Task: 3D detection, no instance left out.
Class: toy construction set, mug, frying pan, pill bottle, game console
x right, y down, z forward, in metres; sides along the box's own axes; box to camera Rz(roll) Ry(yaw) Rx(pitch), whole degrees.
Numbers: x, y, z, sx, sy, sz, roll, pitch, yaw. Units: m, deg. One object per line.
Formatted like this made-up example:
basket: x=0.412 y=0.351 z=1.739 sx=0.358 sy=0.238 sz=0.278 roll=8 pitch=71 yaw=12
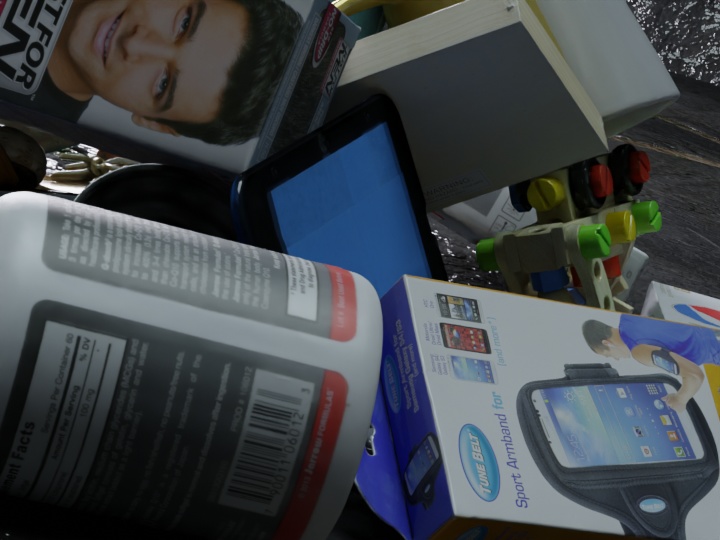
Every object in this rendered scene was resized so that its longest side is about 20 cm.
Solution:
toy construction set: x=0.122 y=0.003 z=1.526 sx=0.092 sy=0.132 sz=0.200 roll=-10 pitch=4 yaw=12
mug: x=0.073 y=-0.134 z=1.523 sx=0.149 sy=0.154 sz=0.186 roll=-24 pitch=-3 yaw=26
frying pan: x=-0.114 y=0.024 z=1.277 sx=0.115 sy=0.031 sz=0.190 roll=48 pitch=55 yaw=3
pill bottle: x=-0.101 y=0.035 z=1.062 sx=0.199 sy=0.116 sz=0.116 roll=15 pitch=11 yaw=-11
game console: x=0.040 y=0.015 z=1.280 sx=0.170 sy=0.119 sz=0.200 roll=20 pitch=23 yaw=16

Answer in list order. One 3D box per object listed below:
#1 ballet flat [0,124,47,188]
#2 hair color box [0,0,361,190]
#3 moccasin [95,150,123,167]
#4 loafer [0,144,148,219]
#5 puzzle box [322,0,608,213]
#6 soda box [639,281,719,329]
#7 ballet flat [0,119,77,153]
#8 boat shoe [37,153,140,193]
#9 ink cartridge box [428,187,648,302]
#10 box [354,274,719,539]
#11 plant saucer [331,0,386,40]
ballet flat: x=-0.219 y=-0.074 z=1.462 sx=0.066 sy=0.057 sz=0.200 roll=33 pitch=-11 yaw=-31
hair color box: x=-0.111 y=-0.109 z=1.368 sx=0.199 sy=0.099 sz=0.061 roll=18 pitch=-8 yaw=25
moccasin: x=-0.066 y=-0.050 z=1.611 sx=0.201 sy=0.078 sz=0.074 roll=10 pitch=13 yaw=-29
loafer: x=-0.192 y=-0.033 z=1.367 sx=0.199 sy=0.073 sz=0.073 roll=18 pitch=12 yaw=12
puzzle box: x=0.012 y=-0.071 z=1.413 sx=0.199 sy=0.025 sz=0.133 roll=-18 pitch=-33 yaw=16
soda box: x=0.183 y=0.061 z=1.471 sx=0.068 sy=0.064 sz=0.200 roll=16 pitch=11 yaw=-1
ballet flat: x=-0.149 y=-0.111 z=1.651 sx=0.199 sy=0.068 sz=0.062 roll=-13 pitch=-47 yaw=29
boat shoe: x=-0.109 y=-0.034 z=1.510 sx=0.199 sy=0.063 sz=0.073 roll=11 pitch=13 yaw=-24
ink cartridge box: x=0.086 y=-0.025 z=1.747 sx=0.162 sy=0.050 sz=0.200 roll=31 pitch=-8 yaw=-3
box: x=0.084 y=0.070 z=1.192 sx=0.199 sy=0.041 sz=0.119 roll=11 pitch=52 yaw=-32
plant saucer: x=-0.016 y=-0.131 z=1.529 sx=0.019 sy=0.200 sz=0.070 roll=-17 pitch=-50 yaw=33
